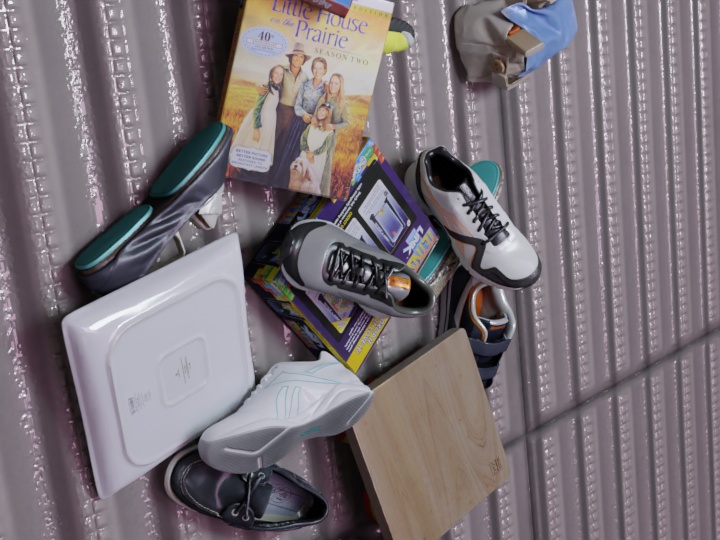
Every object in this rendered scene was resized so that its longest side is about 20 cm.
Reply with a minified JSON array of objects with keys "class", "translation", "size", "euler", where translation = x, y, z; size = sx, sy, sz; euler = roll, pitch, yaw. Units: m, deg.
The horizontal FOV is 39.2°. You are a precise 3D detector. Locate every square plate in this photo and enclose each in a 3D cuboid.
[{"class":"square plate","translation":[-0.171,0.090,0.939],"size":[0.198,0.028,0.201],"euler":[-31,130,-40]}]

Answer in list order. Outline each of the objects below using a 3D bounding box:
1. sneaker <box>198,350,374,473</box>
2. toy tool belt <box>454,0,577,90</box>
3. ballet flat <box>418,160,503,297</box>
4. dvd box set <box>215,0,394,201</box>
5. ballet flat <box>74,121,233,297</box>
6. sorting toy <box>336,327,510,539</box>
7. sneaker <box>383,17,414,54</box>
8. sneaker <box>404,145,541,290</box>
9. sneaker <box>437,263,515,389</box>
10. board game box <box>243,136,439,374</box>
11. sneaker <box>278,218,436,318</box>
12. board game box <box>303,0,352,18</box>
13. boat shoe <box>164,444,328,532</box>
[{"class":"sneaker","translation":[-0.083,0.140,1.013],"size":[0.200,0.080,0.071],"euler":[-16,143,-39]},{"class":"toy tool belt","translation":[0.215,-0.302,1.241],"size":[0.200,0.123,0.125],"euler":[-40,121,-34]},{"class":"ballet flat","translation":[0.111,-0.041,1.219],"size":[0.200,0.068,0.075],"euler":[-56,150,-18]},{"class":"dvd box set","translation":[-0.059,-0.178,0.982],"size":[0.146,0.029,0.201],"euler":[10,103,-20]},{"class":"ballet flat","translation":[-0.175,-0.048,0.929],"size":[0.200,0.073,0.073],"euler":[-50,126,-21]},{"class":"sorting toy","translation":[0.063,0.198,1.174],"size":[0.198,0.069,0.201],"euler":[-30,108,-37]},{"class":"sneaker","translation":[-0.031,-0.232,1.054],"size":[0.199,0.075,0.077],"euler":[-9,108,-33]},{"class":"sneaker","translation":[0.127,-0.058,1.142],"size":[0.074,0.080,0.200],"euler":[-42,81,-17]},{"class":"sneaker","translation":[0.141,0.091,1.245],"size":[0.078,0.079,0.201],"euler":[-10,103,-44]},{"class":"board game box","translation":[-0.015,-0.017,1.096],"size":[0.200,0.057,0.165],"euler":[-57,131,-24]},{"class":"sneaker","translation":[0.000,0.000,1.019],"size":[0.200,0.079,0.074],"euler":[22,81,-43]},{"class":"board game box","translation":[-0.090,-0.313,0.929],"size":[0.199,0.019,0.103],"euler":[22,61,-10]},{"class":"boat shoe","translation":[-0.106,0.226,1.020],"size":[0.199,0.066,0.075],"euler":[35,72,-44]}]
